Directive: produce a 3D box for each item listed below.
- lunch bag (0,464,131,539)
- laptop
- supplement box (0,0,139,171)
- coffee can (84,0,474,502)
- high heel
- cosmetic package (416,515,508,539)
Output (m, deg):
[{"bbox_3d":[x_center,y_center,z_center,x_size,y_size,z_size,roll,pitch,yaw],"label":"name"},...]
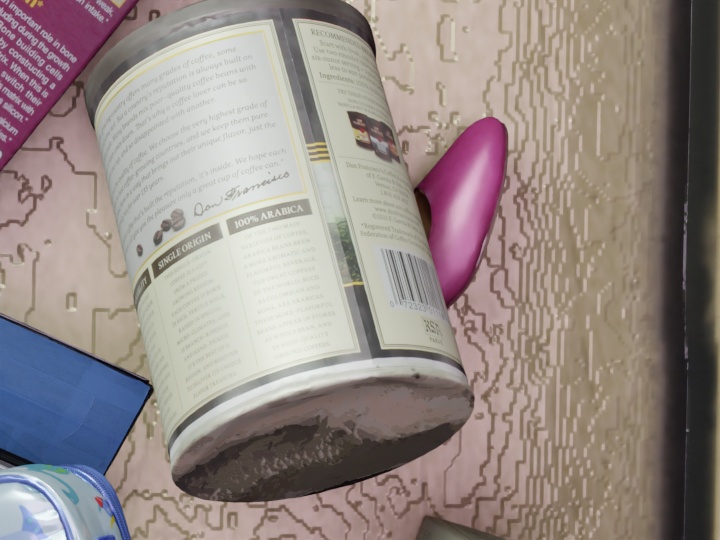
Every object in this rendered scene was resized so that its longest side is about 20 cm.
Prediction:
[{"bbox_3d":[-0.168,0.197,1.064,0.160,0.082,0.201,-19,86,15],"label":"lunch bag"},{"bbox_3d":[-0.227,0.105,1.110,0.186,0.116,0.201,24,88,-7],"label":"laptop"},{"bbox_3d":[-0.189,-0.151,1.094,0.131,0.103,0.200,42,86,-31],"label":"supplement box"},{"bbox_3d":[-0.041,-0.010,1.078,0.146,0.147,0.201,-12,67,-7],"label":"coffee can"},{"bbox_3d":[0.000,0.000,1.157,0.096,0.067,0.201,25,92,-18],"label":"high heel"},{"bbox_3d":[0.083,0.179,1.109,0.103,0.200,0.073,19,89,-7],"label":"cosmetic package"}]
